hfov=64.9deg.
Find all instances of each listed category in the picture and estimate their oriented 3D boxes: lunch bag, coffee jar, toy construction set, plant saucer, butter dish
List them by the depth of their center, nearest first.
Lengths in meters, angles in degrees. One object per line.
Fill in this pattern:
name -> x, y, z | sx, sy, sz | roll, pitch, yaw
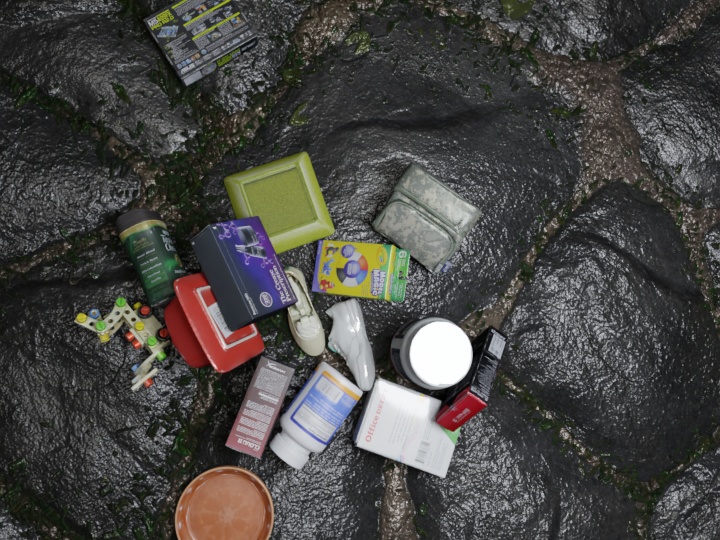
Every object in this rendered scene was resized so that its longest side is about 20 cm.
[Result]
butter dish -> -0.320, 0.117, 1.148 | 0.147, 0.199, 0.201 | -28, 88, 18
toy construction set -> -0.469, 0.141, 1.156 | 0.131, 0.092, 0.201 | -38, 97, -33
plant saucer -> -0.278, 0.505, 1.165 | 0.198, 0.032, 0.202 | 1, 85, -5
coffee jar -> -0.426, -0.029, 1.171 | 0.085, 0.104, 0.201 | -26, 87, 4
lunch bag -> 0.141, -0.109, 1.218 | 0.199, 0.139, 0.168 | 36, 101, 1
plant saucer -> -0.178, -0.146, 1.238 | 0.198, 0.048, 0.201 | -20, 86, -7

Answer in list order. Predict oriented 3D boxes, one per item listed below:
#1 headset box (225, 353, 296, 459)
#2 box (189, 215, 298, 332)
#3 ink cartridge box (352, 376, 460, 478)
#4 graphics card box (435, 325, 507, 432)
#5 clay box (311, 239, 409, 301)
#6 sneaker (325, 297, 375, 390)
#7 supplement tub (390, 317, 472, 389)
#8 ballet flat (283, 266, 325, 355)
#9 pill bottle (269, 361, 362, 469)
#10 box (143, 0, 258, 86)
headset box -> -0.200, 0.275, 1.138 | 0.074, 0.149, 0.202 | 22, 81, -3
box -> -0.232, 0.003, 1.140 | 0.141, 0.079, 0.201 | -21, 83, -52
ink cartridge box -> 0.099, 0.326, 1.193 | 0.198, 0.088, 0.147 | 21, 81, -4
graphics card box -> 0.228, 0.218, 1.152 | 0.051, 0.126, 0.200 | 33, 43, 0
clay box -> 0.000, 0.000, 1.198 | 0.198, 0.048, 0.116 | 4, 83, 24
sneaker -> -0.026, 0.164, 1.204 | 0.088, 0.075, 0.202 | -17, 65, 9
supplement tub -> 0.142, 0.167, 1.157 | 0.139, 0.200, 0.142 | 1, 84, -5
ballet flat -> -0.128, 0.088, 1.208 | 0.069, 0.069, 0.202 | -21, 86, -7
pill bottle -> -0.095, 0.300, 1.165 | 0.112, 0.112, 0.201 | 37, 82, -1
box -> -0.353, -0.532, 1.265 | 0.199, 0.044, 0.161 | -34, 87, -8
